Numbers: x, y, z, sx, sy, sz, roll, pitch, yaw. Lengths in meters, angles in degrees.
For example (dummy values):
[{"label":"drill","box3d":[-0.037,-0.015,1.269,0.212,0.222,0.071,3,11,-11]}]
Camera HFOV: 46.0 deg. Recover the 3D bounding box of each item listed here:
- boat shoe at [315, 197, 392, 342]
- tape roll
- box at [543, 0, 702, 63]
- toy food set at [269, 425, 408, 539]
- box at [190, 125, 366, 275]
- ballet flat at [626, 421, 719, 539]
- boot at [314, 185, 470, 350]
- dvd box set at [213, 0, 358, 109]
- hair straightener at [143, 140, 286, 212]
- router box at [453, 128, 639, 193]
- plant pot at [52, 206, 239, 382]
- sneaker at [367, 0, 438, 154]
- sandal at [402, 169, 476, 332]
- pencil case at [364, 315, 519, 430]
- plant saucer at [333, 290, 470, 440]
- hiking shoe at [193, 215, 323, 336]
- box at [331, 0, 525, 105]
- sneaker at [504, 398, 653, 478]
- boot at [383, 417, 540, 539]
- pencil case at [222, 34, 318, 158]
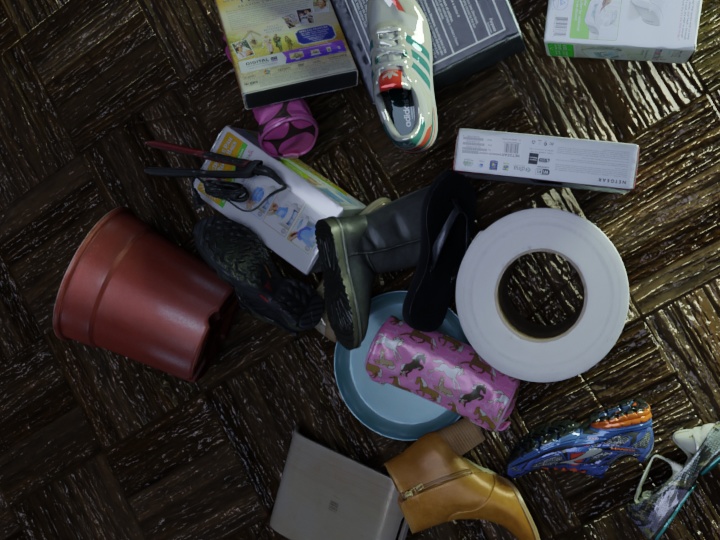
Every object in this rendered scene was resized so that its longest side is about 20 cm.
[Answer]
[{"label":"boat shoe","box3d":[0.000,0.000,1.127,0.064,0.071,0.201,36,105,27]},{"label":"tape roll","box3d":[0.223,0.025,1.038,0.200,0.139,0.206,1,95,15]},{"label":"box","box3d":[0.318,-0.360,1.008,0.174,0.097,0.203,6,95,14]},{"label":"toy food set","box3d":[-0.026,0.320,1.175,0.198,0.060,0.145,20,99,22]},{"label":"box","box3d":[-0.107,-0.095,1.135,0.199,0.112,0.102,35,104,11]},{"label":"ballet flat","box3d":[0.399,0.238,1.042,0.072,0.072,0.201,39,101,10]},{"label":"boot","box3d":[0.049,-0.009,1.077,0.072,0.198,0.184,14,114,56]},{"label":"dvd box set","box3d":[-0.098,-0.297,1.067,0.145,0.030,0.202,-14,59,-9]},{"label":"hair straightener","box3d":[-0.188,-0.114,1.087,0.197,0.041,0.078,12,97,14]},{"label":"router box","box3d":[0.223,-0.127,1.007,0.197,0.179,0.050,8,95,15]},{"label":"plant pot","box3d":[-0.279,0.046,1.161,0.193,0.201,0.203,25,100,5]},{"label":"sneaker","box3d":[0.045,-0.234,0.970,0.069,0.093,0.203,-8,95,15]},{"label":"sandal","box3d":[0.107,-0.022,1.044,0.043,0.075,0.203,11,90,59]},{"label":"pencil case","box3d":[0.107,0.132,1.081,0.198,0.083,0.087,21,143,13]},{"label":"plant saucer","box3d":[0.062,0.128,1.148,0.197,0.027,0.203,1,93,15]},{"label":"hiking shoe","box3d":[-0.145,0.017,1.101,0.200,0.076,0.101,43,145,-6]},{"label":"box","box3d":[0.080,-0.333,1.062,0.196,0.123,0.202,-22,89,17]},{"label":"sneaker","box3d":[0.278,0.231,1.072,0.198,0.075,0.079,-21,91,17]},{"label":"boot","box3d":[0.129,0.303,1.095,0.143,0.071,0.202,-31,84,-6]},{"label":"pencil case","box3d":[-0.116,-0.234,1.103,0.090,0.094,0.202,-7,55,-20]}]
